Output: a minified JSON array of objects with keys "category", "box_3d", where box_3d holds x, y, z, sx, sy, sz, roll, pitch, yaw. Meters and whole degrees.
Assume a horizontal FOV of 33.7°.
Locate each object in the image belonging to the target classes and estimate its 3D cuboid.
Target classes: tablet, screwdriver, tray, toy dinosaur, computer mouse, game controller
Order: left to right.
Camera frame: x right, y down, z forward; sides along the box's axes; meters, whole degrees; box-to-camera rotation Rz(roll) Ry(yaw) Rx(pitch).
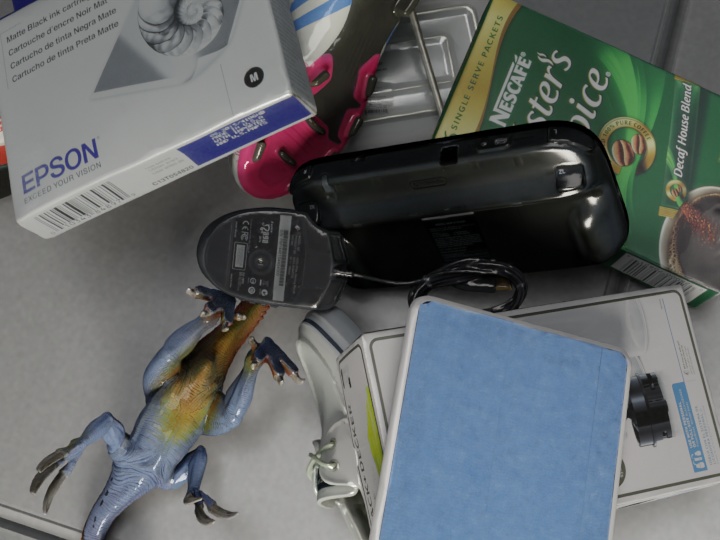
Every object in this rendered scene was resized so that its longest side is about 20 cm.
[{"category":"toy dinosaur","box_3d":[-0.109,0.108,0.731,0.104,0.200,0.182,37,113,2]},{"category":"computer mouse","box_3d":[0.000,0.000,0.703,0.196,0.034,0.060,10,98,5]},{"category":"tray","box_3d":[0.003,-0.129,0.788,0.196,0.022,0.109,-10,78,-5]},{"category":"screwdriver","box_3d":[0.047,-0.108,0.761,0.029,0.028,0.203,-20,90,-33]},{"category":"game controller","box_3d":[0.056,-0.034,0.704,0.197,0.105,0.043,-6,53,27]},{"category":"tablet","box_3d":[0.069,0.122,0.602,0.128,0.014,0.203,15,71,-11]}]

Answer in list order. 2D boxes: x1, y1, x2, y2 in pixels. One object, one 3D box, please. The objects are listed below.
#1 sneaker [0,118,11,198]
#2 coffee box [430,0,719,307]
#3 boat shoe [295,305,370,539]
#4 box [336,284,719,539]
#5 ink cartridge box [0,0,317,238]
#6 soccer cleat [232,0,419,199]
[{"category":"sneaker","box_3d":[-0.203,-0.120,0.813,0.198,0.067,0.110,-12,72,7]},{"category":"coffee box","box_3d":[0.146,-0.074,0.734,0.198,0.044,0.124,25,76,1]},{"category":"boat shoe","box_3d":[0.002,0.115,0.691,0.066,0.074,0.202,-23,69,-20]},{"category":"box","box_3d":[0.095,0.083,0.660,0.197,0.060,0.119,-7,76,-17]},{"category":"ink cartridge box","box_3d":[-0.139,-0.148,0.735,0.197,0.041,0.203,-23,66,16]},{"category":"soccer cleat","box_3d":[-0.026,-0.140,0.751,0.086,0.070,0.202,34,93,48]}]
